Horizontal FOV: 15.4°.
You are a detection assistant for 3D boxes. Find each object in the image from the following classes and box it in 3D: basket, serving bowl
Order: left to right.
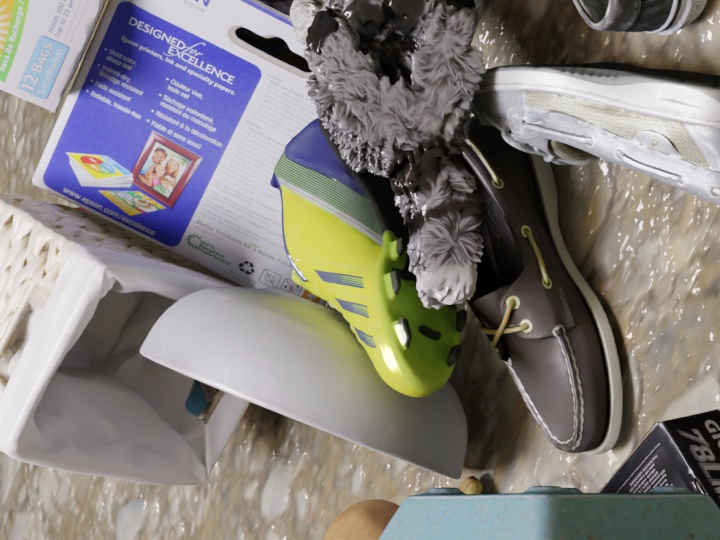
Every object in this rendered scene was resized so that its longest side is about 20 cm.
[{"bbox_3d":[-0.163,0.040,1.636,0.123,0.200,0.136,34,100,33],"label":"basket"},{"bbox_3d":[-0.024,0.055,1.542,0.200,0.200,0.066,21,88,50],"label":"serving bowl"}]

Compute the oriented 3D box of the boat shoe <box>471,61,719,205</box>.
[{"bbox_3d":[0.130,-0.074,1.390,0.202,0.074,0.065,10,101,45],"label":"boat shoe"}]

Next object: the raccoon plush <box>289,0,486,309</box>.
[{"bbox_3d":[0.007,-0.085,1.453,0.134,0.096,0.201,-143,52,-76],"label":"raccoon plush"}]

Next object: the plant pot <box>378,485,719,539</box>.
[{"bbox_3d":[0.097,0.207,1.322,0.196,0.195,0.201,-8,82,53],"label":"plant pot"}]

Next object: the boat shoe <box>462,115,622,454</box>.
[{"bbox_3d":[0.086,0.010,1.474,0.072,0.060,0.202,-34,70,50],"label":"boat shoe"}]

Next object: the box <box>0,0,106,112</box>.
[{"bbox_3d":[-0.201,-0.176,1.591,0.200,0.101,0.113,-104,38,-78],"label":"box"}]

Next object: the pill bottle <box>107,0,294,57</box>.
[{"bbox_3d":[-0.069,-0.189,1.597,0.200,0.113,0.114,-41,65,50],"label":"pill bottle"}]

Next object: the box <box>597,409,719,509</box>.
[{"bbox_3d":[0.174,0.211,1.408,0.199,0.050,0.200,60,139,26],"label":"box"}]

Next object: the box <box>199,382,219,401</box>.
[{"bbox_3d":[-0.110,-0.012,1.752,0.039,0.041,0.201,-41,65,48],"label":"box"}]

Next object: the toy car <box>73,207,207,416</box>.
[{"bbox_3d":[-0.238,0.053,1.804,0.184,0.199,0.178,-17,84,54],"label":"toy car"}]

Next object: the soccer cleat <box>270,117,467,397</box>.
[{"bbox_3d":[0.001,0.000,1.485,0.084,0.065,0.201,-42,48,26],"label":"soccer cleat"}]

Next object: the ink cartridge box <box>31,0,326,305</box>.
[{"bbox_3d":[-0.073,-0.087,1.583,0.197,0.047,0.200,27,127,-4],"label":"ink cartridge box"}]

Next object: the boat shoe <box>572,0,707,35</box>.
[{"bbox_3d":[0.115,-0.213,1.378,0.072,0.071,0.200,-47,60,47],"label":"boat shoe"}]

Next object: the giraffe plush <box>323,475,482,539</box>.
[{"bbox_3d":[0.009,0.200,1.537,0.162,0.200,0.173,-49,52,30],"label":"giraffe plush"}]
